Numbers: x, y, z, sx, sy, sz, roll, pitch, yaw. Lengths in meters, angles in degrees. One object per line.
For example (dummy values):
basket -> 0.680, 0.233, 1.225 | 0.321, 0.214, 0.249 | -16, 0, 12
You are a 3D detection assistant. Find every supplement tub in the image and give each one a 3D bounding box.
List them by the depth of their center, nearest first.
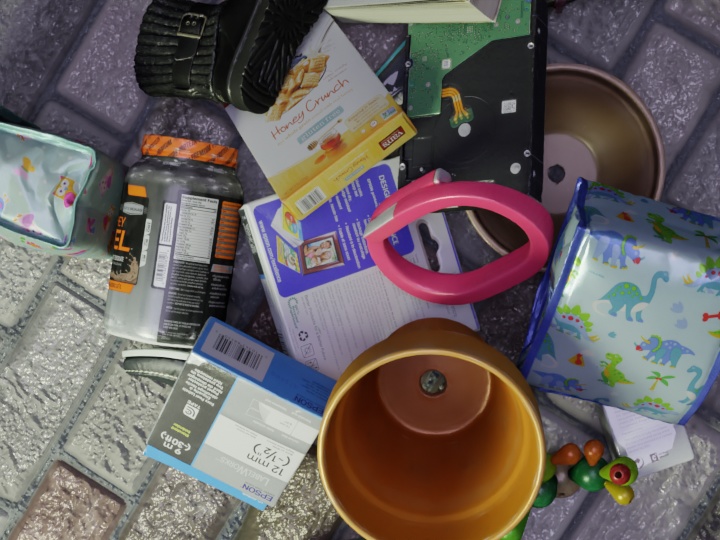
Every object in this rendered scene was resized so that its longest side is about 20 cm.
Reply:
supplement tub -> -0.183, -0.029, 1.399 | 0.121, 0.123, 0.202 | 9, 90, 4

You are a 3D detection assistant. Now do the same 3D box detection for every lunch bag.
lunch bag -> 0.245, 0.039, 1.267 | 0.169, 0.128, 0.201 | 15, 119, 2
lunch bag -> -0.341, -0.091, 1.388 | 0.199, 0.170, 0.123 | 17, 88, 8

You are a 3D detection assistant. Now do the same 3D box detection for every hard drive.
hard drive -> 0.106, -0.157, 1.326 | 0.139, 0.038, 0.202 | -5, 76, 29

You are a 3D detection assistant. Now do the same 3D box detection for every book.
book -> 0.062, -0.306, 1.351 | 0.199, 0.048, 0.135 | 8, 76, 47

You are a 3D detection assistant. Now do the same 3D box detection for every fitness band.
fitness band -> 0.089, -0.029, 1.312 | 0.143, 0.200, 0.038 | 32, 55, -24

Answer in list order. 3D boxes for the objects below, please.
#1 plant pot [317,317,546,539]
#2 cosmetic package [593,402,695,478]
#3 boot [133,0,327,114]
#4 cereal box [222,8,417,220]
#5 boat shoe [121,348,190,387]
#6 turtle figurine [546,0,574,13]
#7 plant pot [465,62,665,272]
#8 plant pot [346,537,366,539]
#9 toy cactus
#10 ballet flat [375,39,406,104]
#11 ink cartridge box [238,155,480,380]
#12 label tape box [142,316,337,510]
plant pot -> 0.068, 0.133, 1.300 | 0.198, 0.183, 0.202 | 1, 108, 4
cosmetic package -> 0.256, 0.094, 1.376 | 0.071, 0.101, 0.201 | -19, 90, 3
boot -> -0.130, -0.260, 1.400 | 0.157, 0.079, 0.212 | 17, 76, 36
cereal box -> -0.049, -0.157, 1.372 | 0.144, 0.040, 0.200 | -37, 48, 4
boat shoe -> -0.146, 0.116, 1.421 | 0.198, 0.076, 0.061 | 7, 85, 5
turtle figurine -> 0.194, -0.306, 1.383 | 0.198, 0.101, 0.151 | -2, 50, 3
plant pot -> 0.194, -0.098, 1.383 | 0.199, 0.093, 0.203 | 0, 90, 4
plant pot -> 0.048, 0.354, 1.354 | 0.198, 0.196, 0.198 | -15, 89, -1
toy cactus -> 0.187, 0.212, 1.349 | 0.199, 0.165, 0.103 | -32, 82, 27
ballet flat -> 0.009, -0.152, 1.411 | 0.200, 0.073, 0.073 | -43, 87, 1
ink cartridge box -> 0.000, 0.000, 1.403 | 0.199, 0.043, 0.200 | -19, 95, -17
label tape box -> -0.127, 0.161, 1.371 | 0.143, 0.066, 0.201 | 27, 123, -4
